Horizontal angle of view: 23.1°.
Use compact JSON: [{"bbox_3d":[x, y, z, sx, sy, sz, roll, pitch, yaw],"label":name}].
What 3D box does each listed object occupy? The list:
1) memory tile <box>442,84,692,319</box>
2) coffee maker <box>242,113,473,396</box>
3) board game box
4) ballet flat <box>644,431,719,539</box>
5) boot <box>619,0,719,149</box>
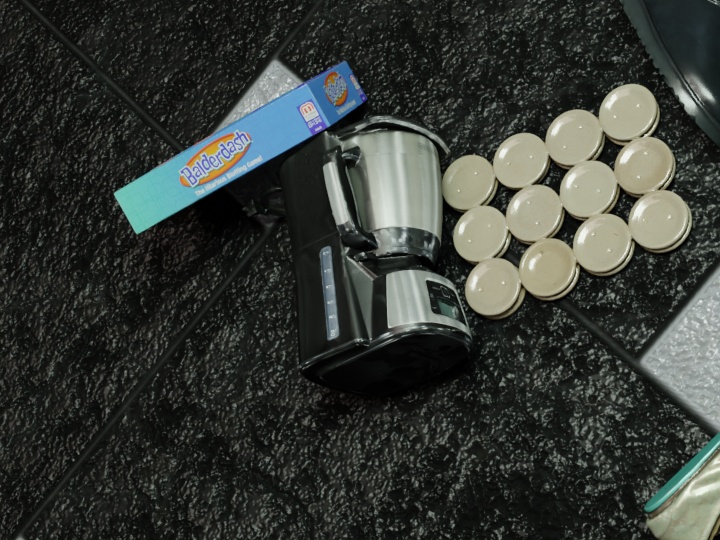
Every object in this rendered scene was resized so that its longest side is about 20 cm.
[{"bbox_3d":[0.167,-0.055,1.452,0.200,0.017,0.154,-23,63,19],"label":"memory tile"},{"bbox_3d":[0.000,0.000,1.472,0.192,0.134,0.201,-40,49,52],"label":"coffee maker"},{"bbox_3d":[-0.102,-0.109,1.543,0.200,0.152,0.045,-29,96,17],"label":"board game box"},{"bbox_3d":[0.293,0.130,1.298,0.062,0.067,0.200,42,99,5],"label":"ballet flat"},{"bbox_3d":[0.305,-0.213,1.397,0.168,0.076,0.200,-34,53,18],"label":"boot"}]
